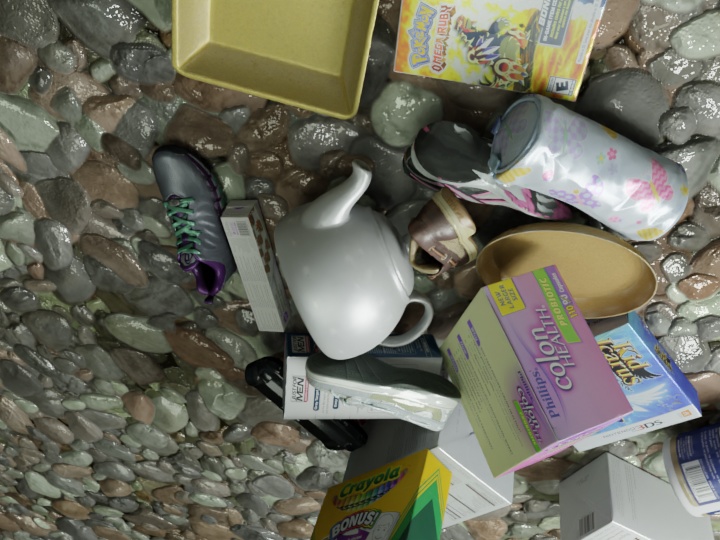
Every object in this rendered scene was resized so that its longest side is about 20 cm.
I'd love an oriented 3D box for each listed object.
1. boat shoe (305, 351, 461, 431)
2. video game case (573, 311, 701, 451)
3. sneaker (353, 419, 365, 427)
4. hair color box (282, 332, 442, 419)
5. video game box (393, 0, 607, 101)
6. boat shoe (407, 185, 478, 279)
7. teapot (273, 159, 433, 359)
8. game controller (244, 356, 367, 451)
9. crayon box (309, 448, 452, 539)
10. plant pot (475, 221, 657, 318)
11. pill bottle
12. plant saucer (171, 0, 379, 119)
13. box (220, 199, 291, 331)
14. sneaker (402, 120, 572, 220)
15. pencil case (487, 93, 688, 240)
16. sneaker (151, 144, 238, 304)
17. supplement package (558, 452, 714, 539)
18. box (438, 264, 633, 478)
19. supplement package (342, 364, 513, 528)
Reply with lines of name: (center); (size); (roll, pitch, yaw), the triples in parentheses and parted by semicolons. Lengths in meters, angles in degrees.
boat shoe: (0.024, 0.149, 0.842); (0.201, 0.075, 0.065); (15, 109, -21)
video game case: (0.321, 0.149, 0.928); (0.181, 0.046, 0.200); (-29, 118, 33)
sneaker: (-0.013, 0.170, 1.018); (0.112, 0.071, 0.200); (33, 139, -9)
hair color box: (-0.001, 0.137, 0.906); (0.198, 0.061, 0.101); (2, 116, -10)
video game box: (0.129, -0.262, 0.616); (0.181, 0.047, 0.201); (12, 133, 7)
boat shoe: (0.081, -0.031, 0.752); (0.072, 0.200, 0.072); (-36, 80, 1)
teapot: (0.000, 0.000, 0.805); (0.145, 0.200, 0.199); (-22, 83, 4)
game controller: (-0.081, 0.196, 1.009); (0.200, 0.042, 0.104); (43, 153, -15)
crayon box: (0.013, 0.338, 0.884); (0.058, 0.173, 0.199); (44, 128, -18)
plant pot: (0.232, -0.001, 0.793); (0.198, 0.028, 0.200); (13, 153, 7)
pill bottle: (0.519, 0.249, 0.919); (0.199, 0.111, 0.111); (-30, 118, 34)
plant saucer: (-0.079, -0.265, 0.667); (0.198, 0.049, 0.201); (15, 133, 1)
box: (-0.135, -0.002, 0.920); (0.041, 0.039, 0.201); (1, 131, 16)
sneaker: (0.136, -0.106, 0.743); (0.199, 0.081, 0.086); (19, 172, -17)
pencil case: (0.225, -0.098, 0.686); (0.199, 0.083, 0.091); (19, 102, -18)
sneaker: (-0.205, -0.054, 0.859); (0.074, 0.088, 0.201); (-7, 129, 20)
supplement package: (0.423, 0.393, 1.065); (0.199, 0.120, 0.121); (27, 131, -10)
box: (0.188, 0.123, 0.803); (0.096, 0.177, 0.200); (-16, 157, -16)
supplement package: (0.102, 0.267, 1.016); (0.150, 0.152, 0.200); (40, 129, -18)
